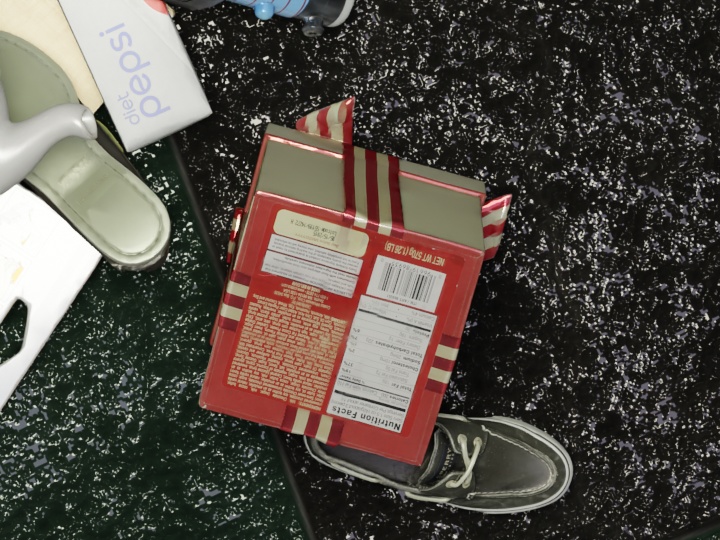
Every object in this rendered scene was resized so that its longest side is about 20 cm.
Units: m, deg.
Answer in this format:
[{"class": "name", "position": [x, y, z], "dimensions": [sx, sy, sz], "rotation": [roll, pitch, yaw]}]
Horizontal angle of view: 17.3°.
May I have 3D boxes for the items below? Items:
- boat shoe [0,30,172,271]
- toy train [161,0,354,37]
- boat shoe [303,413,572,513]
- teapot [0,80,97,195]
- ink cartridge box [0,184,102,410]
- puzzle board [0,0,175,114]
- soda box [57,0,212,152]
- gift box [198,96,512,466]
[{"class": "boat shoe", "position": [-0.204, -0.078, 1.635], "dimensions": [0.072, 0.061, 0.201], "rotation": [-39, 80, -6]}, {"class": "toy train", "position": [-0.077, -0.228, 1.616], "dimensions": [0.199, 0.087, 0.115], "rotation": [13, 73, -37]}, {"class": "boat shoe", "position": [0.057, 0.136, 1.694], "dimensions": [0.199, 0.064, 0.071], "rotation": [9, 93, -7]}, {"class": "teapot", "position": [-0.307, -0.121, 1.524], "dimensions": [0.198, 0.199, 0.146], "rotation": [53, 124, 30]}, {"class": "ink cartridge box", "position": [-0.300, 0.012, 1.658], "dimensions": [0.173, 0.044, 0.200], "rotation": [34, 89, -8]}, {"class": "puzzle board", "position": [-0.253, -0.188, 1.665], "dimensions": [0.200, 0.017, 0.151], "rotation": [40, 90, -6]}, {"class": "soda box", "position": [-0.172, -0.185, 1.633], "dimensions": [0.068, 0.063, 0.201], "rotation": [-24, 96, -4]}, {"class": "gift box", "position": [0.000, 0.000, 1.616], "dimensions": [0.184, 0.187, 0.201], "rotation": [20, 106, -5]}]
